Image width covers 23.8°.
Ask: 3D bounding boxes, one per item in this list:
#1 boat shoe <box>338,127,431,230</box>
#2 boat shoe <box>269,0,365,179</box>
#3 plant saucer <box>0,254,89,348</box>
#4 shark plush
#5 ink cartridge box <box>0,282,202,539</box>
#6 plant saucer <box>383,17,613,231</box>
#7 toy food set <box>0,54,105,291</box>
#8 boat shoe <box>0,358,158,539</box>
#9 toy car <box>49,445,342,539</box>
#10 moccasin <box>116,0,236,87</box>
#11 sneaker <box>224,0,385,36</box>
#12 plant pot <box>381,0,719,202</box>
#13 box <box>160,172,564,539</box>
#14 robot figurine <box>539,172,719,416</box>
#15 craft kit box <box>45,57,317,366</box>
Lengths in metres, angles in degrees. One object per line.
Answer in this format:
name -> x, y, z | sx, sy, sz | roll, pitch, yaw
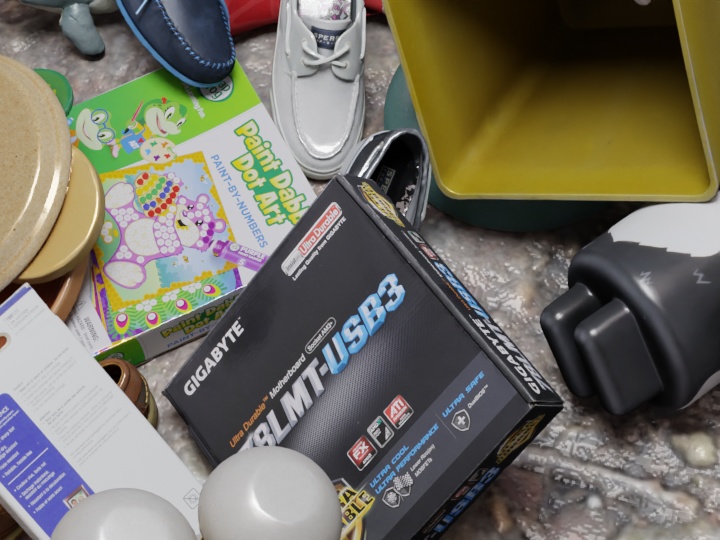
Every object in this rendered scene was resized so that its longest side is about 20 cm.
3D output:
boat shoe -> 0.000, 0.000, 1.129 | 0.071, 0.068, 0.201 | 24, 79, -14
boat shoe -> -0.025, -0.168, 1.218 | 0.072, 0.069, 0.201 | 7, 86, -4
plant saucer -> -0.272, -0.007, 1.167 | 0.199, 0.032, 0.201 | -7, 68, 18
shark plush -> -0.235, -0.245, 1.256 | 0.083, 0.199, 0.091 | -36, 42, 32
ink cartridge box -> -0.180, 0.113, 1.055 | 0.099, 0.039, 0.200 | -42, 106, -20
plant saucer -> 0.115, -0.122, 1.241 | 0.199, 0.036, 0.201 | -1, 59, 2
toy food set -> -0.272, -0.059, 1.142 | 0.199, 0.049, 0.199 | -28, 63, 10
boat shoe -> -0.223, 0.120, 1.099 | 0.200, 0.068, 0.072 | -34, 64, -16
toy car -> -0.091, 0.204, 0.960 | 0.199, 0.175, 0.150 | -13, 63, -28
moccasin -> -0.143, -0.226, 1.217 | 0.080, 0.068, 0.201 | -20, 76, -50
sneaker -> -0.019, -0.214, 1.278 | 0.200, 0.078, 0.116 | -36, 63, -15
plant pot -> 0.149, -0.178, 1.125 | 0.199, 0.201, 0.177 | 2, 36, 31
box -> -0.006, 0.078, 1.063 | 0.200, 0.050, 0.199 | -49, 65, 20
robot figurine -> 0.214, 0.008, 1.109 | 0.199, 0.125, 0.150 | -33, 63, -15
craft kit box -> -0.140, -0.044, 1.206 | 0.197, 0.049, 0.201 | -24, 62, -14
